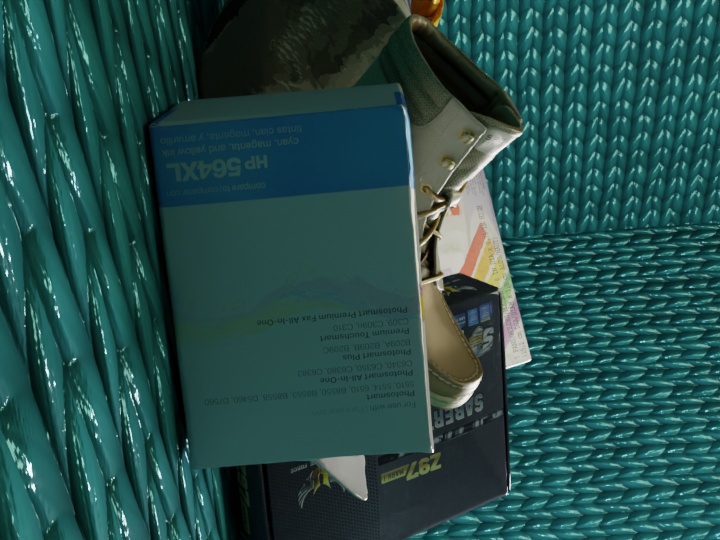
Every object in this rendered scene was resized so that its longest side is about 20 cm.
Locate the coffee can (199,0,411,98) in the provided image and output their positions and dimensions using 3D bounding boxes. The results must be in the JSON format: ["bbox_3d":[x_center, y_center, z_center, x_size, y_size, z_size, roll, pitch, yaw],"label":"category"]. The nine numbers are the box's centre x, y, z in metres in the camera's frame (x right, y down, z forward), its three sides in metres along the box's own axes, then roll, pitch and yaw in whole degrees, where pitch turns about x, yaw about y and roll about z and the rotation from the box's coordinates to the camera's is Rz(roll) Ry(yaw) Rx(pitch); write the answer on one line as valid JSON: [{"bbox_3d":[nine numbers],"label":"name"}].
[{"bbox_3d":[-0.031,-0.156,0.939,0.200,0.146,0.147,-94,179,-69],"label":"coffee can"}]

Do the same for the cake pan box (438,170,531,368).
[{"bbox_3d":[0.045,0.006,1.065,0.052,0.184,0.201,-15,-93,46],"label":"cake pan box"}]

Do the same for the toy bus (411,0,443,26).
[{"bbox_3d":[0.023,-0.253,1.141,0.200,0.135,0.193,-80,179,-67],"label":"toy bus"}]

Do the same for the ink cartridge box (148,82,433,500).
[{"bbox_3d":[-0.031,0.011,0.703,0.129,0.125,0.201,-91,177,-78],"label":"ink cartridge box"}]

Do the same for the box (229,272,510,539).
[{"bbox_3d":[0.008,0.103,0.885,0.051,0.200,0.158,24,-56,52],"label":"box"}]

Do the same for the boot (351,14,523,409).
[{"bbox_3d":[0.041,-0.032,0.790,0.200,0.155,0.072,55,32,9],"label":"boot"}]
